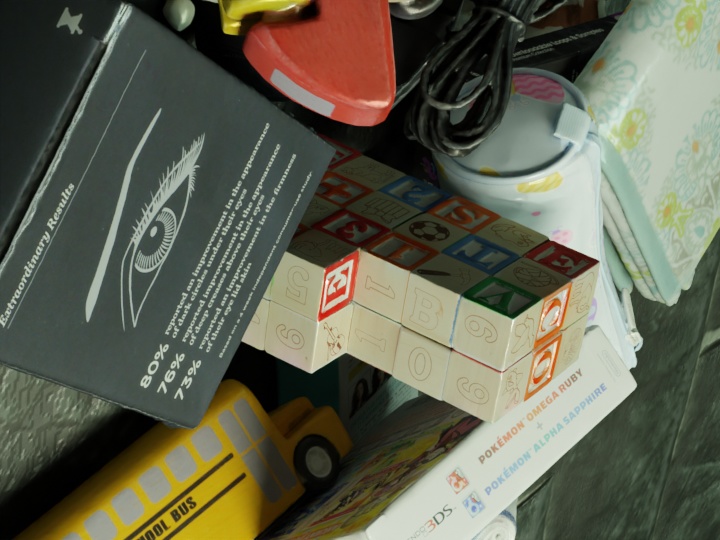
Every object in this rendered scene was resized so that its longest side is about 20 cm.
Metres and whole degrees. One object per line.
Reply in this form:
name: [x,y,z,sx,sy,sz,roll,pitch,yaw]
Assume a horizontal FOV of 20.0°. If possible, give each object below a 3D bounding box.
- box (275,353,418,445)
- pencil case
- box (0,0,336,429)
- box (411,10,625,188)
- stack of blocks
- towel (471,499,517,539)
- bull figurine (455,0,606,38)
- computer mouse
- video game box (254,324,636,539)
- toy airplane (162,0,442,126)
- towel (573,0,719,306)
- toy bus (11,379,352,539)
box: [-0.008,0.045,1.183,0.082,0.049,0.201,-44,146,-38]
pencil case: [0.095,-0.014,1.086,0.083,0.090,0.200,-52,144,-27]
box: [-0.119,-0.033,0.855,0.148,0.104,0.200,-63,153,-3]
box: [0.102,-0.065,1.173,0.200,0.036,0.143,-21,128,-46]
stack of blocks: [0.000,0.000,0.992,0.115,0.200,0.059,-31,138,-50]
towel: [0.049,0.170,1.100,0.200,0.024,0.147,-65,178,-80]
bull figurine: [0.106,-0.127,1.229,0.200,0.065,0.122,-48,145,-34]
computer mouse: [-0.005,-0.123,0.905,0.053,0.199,0.139,47,61,-41]
video game box: [0.025,0.113,1.068,0.182,0.047,0.200,-35,-176,-32]
toy airplane: [-0.060,-0.167,0.799,0.141,0.199,0.200,-27,133,-10]
towel: [0.185,-0.091,1.197,0.171,0.048,0.200,-57,146,-16]
toy bus: [-0.094,0.122,1.050,0.065,0.078,0.200,-28,-172,48]
